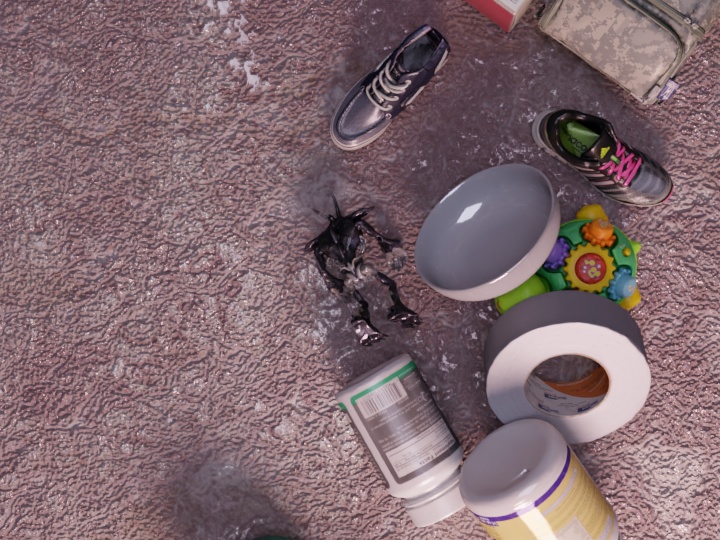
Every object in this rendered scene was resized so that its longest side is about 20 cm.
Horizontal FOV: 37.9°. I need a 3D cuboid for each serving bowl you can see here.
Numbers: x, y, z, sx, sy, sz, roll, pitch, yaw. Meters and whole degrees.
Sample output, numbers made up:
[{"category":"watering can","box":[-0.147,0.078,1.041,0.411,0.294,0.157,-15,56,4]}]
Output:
[{"category":"serving bowl","box":[0.168,-0.038,1.316,0.200,0.200,0.066,-42,125,3]}]

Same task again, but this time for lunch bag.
[{"category":"lunch bag","box":[0.341,-0.324,1.316,0.200,0.139,0.168,36,109,3]}]

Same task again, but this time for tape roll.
[{"category":"tape roll","box":[0.254,0.123,1.303,0.200,0.066,0.200,2,126,3]}]

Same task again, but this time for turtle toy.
[{"category":"turtle toy","box":[0.265,0.007,1.334,0.200,0.101,0.146,-24,89,3]}]

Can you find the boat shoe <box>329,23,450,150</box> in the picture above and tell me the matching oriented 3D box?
[{"category":"boat shoe","box":[0.034,-0.239,1.351,0.075,0.093,0.200,43,92,2]}]

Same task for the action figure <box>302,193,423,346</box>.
[{"category":"action figure","box":[0.000,0.000,1.356,0.119,0.102,0.200,-30,62,11]}]

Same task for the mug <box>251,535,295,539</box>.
[{"category":"mug","box":[-0.122,0.436,1.355,0.152,0.114,0.185,28,93,3]}]

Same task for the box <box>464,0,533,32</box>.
[{"category":"box","box":[0.152,-0.420,1.335,0.200,0.109,0.128,38,93,3]}]

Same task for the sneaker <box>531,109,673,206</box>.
[{"category":"sneaker","box":[0.311,-0.145,1.337,0.200,0.087,0.074,33,92,3]}]

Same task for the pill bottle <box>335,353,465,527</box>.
[{"category":"pill bottle","box":[0.062,0.218,1.342,0.113,0.113,0.200,-29,89,3]}]

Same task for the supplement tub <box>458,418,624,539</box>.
[{"category":"supplement tub","box":[0.228,0.299,1.293,0.145,0.145,0.200,-35,112,3]}]
